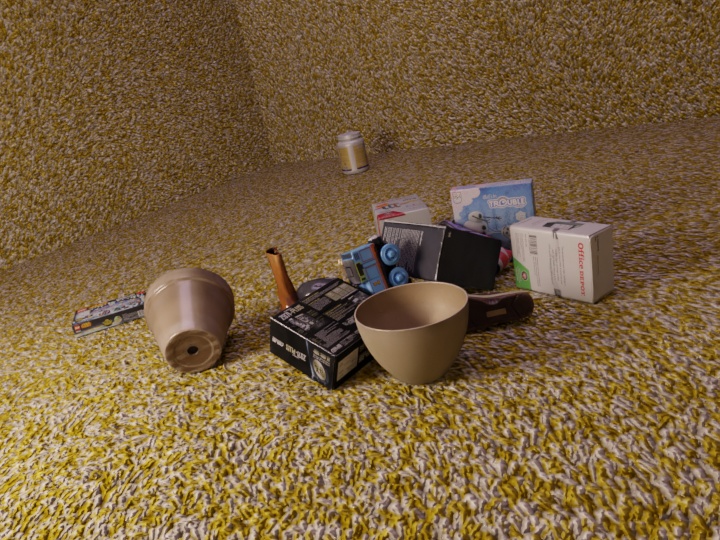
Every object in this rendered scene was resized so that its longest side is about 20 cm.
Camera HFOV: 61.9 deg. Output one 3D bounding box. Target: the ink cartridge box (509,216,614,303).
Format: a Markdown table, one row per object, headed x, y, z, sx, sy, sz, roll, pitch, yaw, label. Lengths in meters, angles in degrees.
| x | y | z | sx | sy | sz | roll | pitch | yaw | label |
| --- | --- | --- | --- | --- | --- | --- | --- | --- | --- |
| 0.424 | -0.027 | 1.267 | 0.084 | 0.147 | 0.200 | -22 | 22 | -31 | ink cartridge box |

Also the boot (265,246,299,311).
| x | y | z | sx | sy | sz | roll | pitch | yaw | label |
| --- | --- | --- | --- | --- | --- | --- | --- | --- | --- |
| -0.144 | 0.055 | 1.295 | 0.068 | 0.201 | 0.188 | -15 | 19 | -11 | boot |

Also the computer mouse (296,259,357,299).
| x | y | z | sx | sy | sz | roll | pitch | yaw | label |
| --- | --- | --- | --- | --- | --- | --- | --- | --- | --- |
| -0.077 | 0.024 | 1.482 | 0.199 | 0.046 | 0.141 | -6 | 52 | 21 | computer mouse |

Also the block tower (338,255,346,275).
| x | y | z | sx | sy | sz | roll | pitch | yaw | label |
| --- | --- | --- | --- | --- | --- | --- | --- | --- | --- |
| 0.000 | 0.000 | 1.588 | 0.054 | 0.058 | 0.200 | -18 | 21 | -15 | block tower |

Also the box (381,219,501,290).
| x | y | z | sx | sy | sz | roll | pitch | yaw | label |
| --- | --- | --- | --- | --- | --- | --- | --- | --- | --- |
| 0.178 | -0.036 | 1.369 | 0.199 | 0.125 | 0.196 | 9 | 1 | -40 | box |

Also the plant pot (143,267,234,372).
| x | y | z | sx | sy | sz | roll | pitch | yaw | label |
| --- | --- | --- | --- | --- | --- | --- | --- | --- | --- |
| -0.366 | 0.122 | 1.304 | 0.199 | 0.201 | 0.174 | -15 | 36 | -9 | plant pot |

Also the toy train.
| x | y | z | sx | sy | sz | roll | pitch | yaw | label |
| --- | --- | --- | --- | --- | --- | --- | --- | --- | --- |
| 0.041 | 0.029 | 1.266 | 0.114 | 0.201 | 0.087 | -23 | 6 | -19 | toy train |

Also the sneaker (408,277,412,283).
| x | y | z | sx | sy | sz | roll | pitch | yaw | label |
| --- | --- | --- | --- | --- | --- | --- | --- | --- | --- |
| 0.031 | 0.061 | 1.360 | 0.199 | 0.080 | 0.095 | -24 | 20 | -31 | sneaker |

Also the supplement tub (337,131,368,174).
| x | y | z | sx | sy | sz | roll | pitch | yaw | label |
| --- | --- | --- | --- | --- | --- | --- | --- | --- | --- |
| -0.041 | -0.615 | 3.140 | 0.144 | 0.201 | 0.146 | -10 | 19 | 4 | supplement tub |

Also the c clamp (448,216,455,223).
| x | y | z | sx | sy | sz | roll | pitch | yaw | label |
| --- | --- | --- | --- | --- | --- | --- | --- | --- | --- |
| 0.324 | -0.109 | 1.596 | 0.199 | 0.171 | 0.027 | -27 | 36 | -7 | c clamp |

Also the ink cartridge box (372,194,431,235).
| x | y | z | sx | sy | sz | roll | pitch | yaw | label |
| --- | --- | --- | --- | --- | --- | --- | --- | --- | --- |
| 0.121 | -0.118 | 1.713 | 0.144 | 0.146 | 0.200 | -13 | 18 | -1 | ink cartridge box |

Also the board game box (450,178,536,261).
| x | y | z | sx | sy | sz | roll | pitch | yaw | label |
| --- | --- | --- | --- | --- | --- | --- | --- | --- | --- |
| 0.337 | -0.118 | 1.496 | 0.199 | 0.200 | 0.043 | -3 | 20 | 25 | board game box |

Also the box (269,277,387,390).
| x | y | z | sx | sy | sz | roll | pitch | yaw | label |
| --- | --- | --- | --- | --- | --- | --- | --- | --- | --- |
| -0.050 | 0.116 | 1.164 | 0.163 | 0.087 | 0.200 | 26 | 37 | 28 | box |

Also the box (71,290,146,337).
| x | y | z | sx | sy | sz | roll | pitch | yaw | label |
| --- | --- | --- | --- | --- | --- | --- | --- | --- | --- |
| -0.704 | 0.120 | 1.700 | 0.199 | 0.040 | 0.137 | -18 | 19 | -16 | box |

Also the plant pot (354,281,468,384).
| x | y | z | sx | sy | sz | roll | pitch | yaw | label |
| --- | --- | --- | --- | --- | --- | --- | --- | --- | --- |
| 0.099 | 0.120 | 1.062 | 0.199 | 0.135 | 0.200 | -10 | 19 | 3 | plant pot |

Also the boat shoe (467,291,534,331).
| x | y | z | sx | sy | sz | roll | pitch | yaw | label |
| --- | --- | --- | --- | --- | --- | --- | --- | --- | --- |
| 0.242 | 0.080 | 1.210 | 0.201 | 0.075 | 0.075 | -4 | 6 | 5 | boat shoe |

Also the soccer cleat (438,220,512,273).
| x | y | z | sx | sy | sz | roll | pitch | yaw | label |
| --- | --- | --- | --- | --- | --- | --- | --- | --- | --- |
| 0.282 | -0.068 | 1.486 | 0.200 | 0.068 | 0.073 | 37 | 59 | 27 | soccer cleat |
